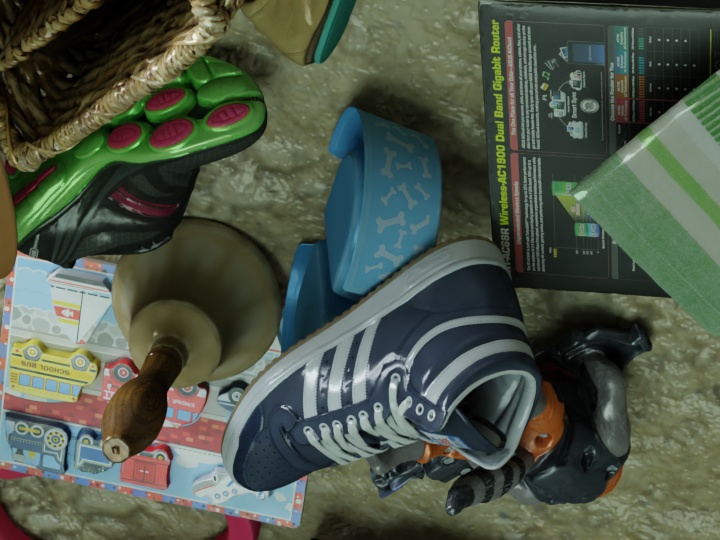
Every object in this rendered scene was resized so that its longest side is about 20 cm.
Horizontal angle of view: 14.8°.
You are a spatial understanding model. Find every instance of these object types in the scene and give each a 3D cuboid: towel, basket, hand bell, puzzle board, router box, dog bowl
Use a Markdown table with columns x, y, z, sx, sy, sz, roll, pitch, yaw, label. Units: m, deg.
| x | y | z | sx | sy | sz | roll | pitch | yaw | label |
| --- | --- | --- | --- | --- | --- | --- | --- | --- | --- |
| 0.222 | -0.065 | 1.421 | 0.200 | 0.023 | 0.152 | -40 | 131 | 10 | towel |
| -0.141 | -0.170 | 1.383 | 0.143 | 0.149 | 0.200 | 42 | 142 | -19 | basket |
| -0.112 | 0.055 | 1.547 | 0.103 | 0.200 | 0.105 | 3 | 112 | 8 | hand bell |
| -0.124 | 0.072 | 1.675 | 0.199 | 0.017 | 0.152 | 11 | 115 | 4 | puzzle board |
| 0.143 | -0.078 | 1.474 | 0.149 | 0.062 | 0.201 | 3 | 131 | 10 | router box |
| 0.000 | 0.000 | 1.551 | 0.049 | 0.112 | 0.201 | 6 | 133 | -12 | dog bowl |

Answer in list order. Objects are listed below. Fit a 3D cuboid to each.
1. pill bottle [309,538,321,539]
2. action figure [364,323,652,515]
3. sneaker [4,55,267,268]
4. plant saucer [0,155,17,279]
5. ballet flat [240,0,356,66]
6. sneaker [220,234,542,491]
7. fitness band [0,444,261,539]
| x | y | z | sx | sy | sz | roll | pitch | yaw | label |
| --- | --- | --- | --- | --- | --- | --- | --- | --- | --- |
| 0.051 | 0.238 | 1.738 | 0.199 | 0.112 | 0.112 | 17 | 132 | -1 | pill bottle |
| 0.078 | 0.109 | 1.597 | 0.200 | 0.105 | 0.193 | -35 | 152 | 29 | action figure |
| -0.124 | -0.059 | 1.564 | 0.199 | 0.077 | 0.084 | -24 | 138 | 34 | sneaker |
| -0.248 | -0.081 | 1.499 | 0.037 | 0.200 | 0.201 | -25 | 133 | -20 | plant saucer |
| -0.012 | -0.188 | 1.419 | 0.063 | 0.069 | 0.200 | 34 | 130 | 5 | ballet flat |
| 0.012 | 0.080 | 1.480 | 0.200 | 0.109 | 0.070 | -40 | 138 | 18 | sneaker |
| -0.160 | 0.153 | 1.773 | 0.199 | 0.038 | 0.144 | -8 | 130 | 22 | fitness band |
